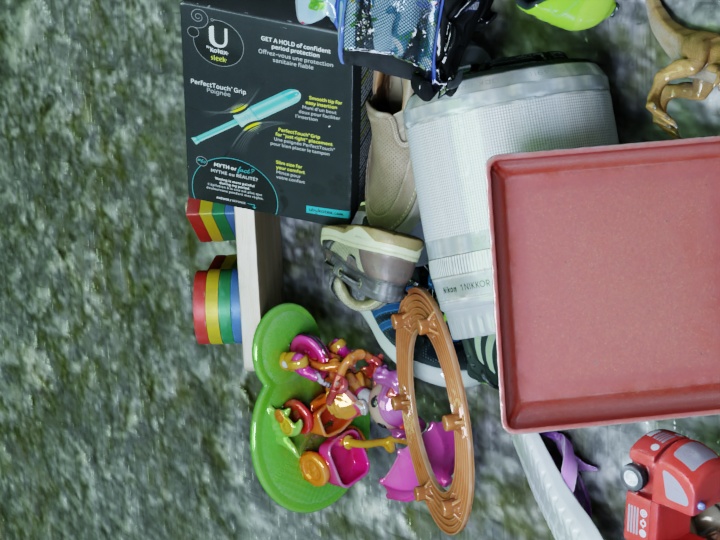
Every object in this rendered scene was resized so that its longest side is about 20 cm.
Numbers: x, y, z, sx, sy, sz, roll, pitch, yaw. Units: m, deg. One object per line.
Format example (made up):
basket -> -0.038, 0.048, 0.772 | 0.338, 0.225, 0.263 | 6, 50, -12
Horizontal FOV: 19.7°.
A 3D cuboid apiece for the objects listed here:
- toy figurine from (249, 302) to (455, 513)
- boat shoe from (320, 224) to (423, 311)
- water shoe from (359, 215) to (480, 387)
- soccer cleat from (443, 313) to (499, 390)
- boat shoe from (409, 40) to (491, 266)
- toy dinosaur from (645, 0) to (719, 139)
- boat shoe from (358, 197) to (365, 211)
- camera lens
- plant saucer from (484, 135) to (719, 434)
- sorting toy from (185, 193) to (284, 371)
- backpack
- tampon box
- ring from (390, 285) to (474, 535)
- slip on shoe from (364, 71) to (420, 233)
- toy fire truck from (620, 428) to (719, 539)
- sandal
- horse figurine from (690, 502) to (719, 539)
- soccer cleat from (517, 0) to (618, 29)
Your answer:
toy figurine -> 0.010, 0.127, 1.832 | 0.183, 0.150, 0.201 | 3, 115, 45
boat shoe -> 0.000, 0.000, 1.703 | 0.200, 0.073, 0.065 | 159, 127, -81
water shoe -> 0.045, 0.024, 1.805 | 0.200, 0.071, 0.079 | 45, 129, 40
soccer cleat -> 0.129, 0.072, 1.688 | 0.200, 0.067, 0.081 | 54, 131, 46
boat shoe -> 0.061, -0.104, 1.757 | 0.065, 0.073, 0.201 | 38, 118, 50
toy dinosaur -> 0.240, -0.152, 1.487 | 0.106, 0.060, 0.200 | -52, 41, 1
boat shoe -> -0.027, -0.108, 1.880 | 0.200, 0.072, 0.068 | 28, 122, 51
camera lens -> 0.123, -0.058, 1.580 | 0.160, 0.159, 0.201 | -11, 88, 57
plant saucer -> 0.189, 0.008, 1.488 | 0.037, 0.199, 0.201 | -139, 44, -80
sorting toy -> -0.119, -0.028, 1.942 | 0.199, 0.069, 0.201 | -76, -17, -76
backpack -> 0.035, -0.257, 1.490 | 0.146, 0.183, 0.201 | 16, 122, 7
tampon box -> -0.058, -0.161, 1.735 | 0.149, 0.127, 0.201 | 12, 132, 12
ring -> 0.053, 0.113, 1.661 | 0.200, 0.019, 0.202 | 172, 90, -76
slip on shoe -> 0.030, -0.124, 1.689 | 0.076, 0.060, 0.201 | 36, 117, 46
toy fire truck -> 0.251, 0.225, 1.483 | 0.141, 0.049, 0.201 | 21, 119, 40
sandal -> 0.170, 0.178, 1.668 | 0.083, 0.050, 0.203 | 79, 168, -50
horse figurine -> 0.250, 0.229, 1.559 | 0.132, 0.050, 0.201 | 27, 121, 46
soccer cleat -> 0.166, -0.275, 1.502 | 0.067, 0.081, 0.201 | 24, 105, 51
